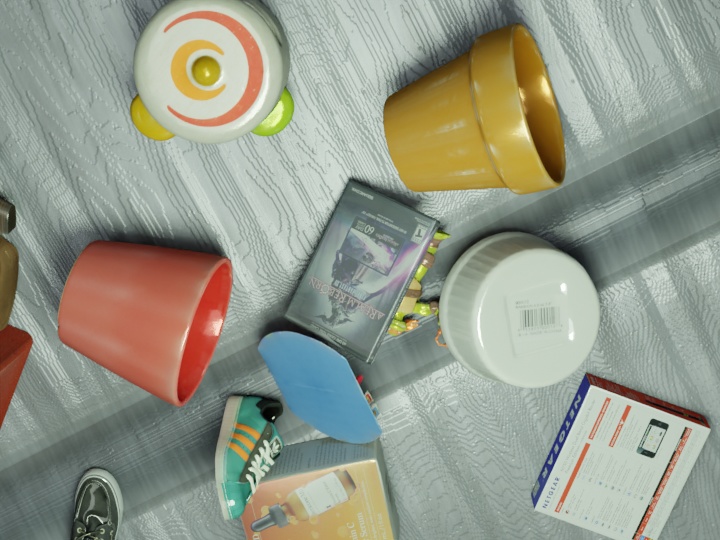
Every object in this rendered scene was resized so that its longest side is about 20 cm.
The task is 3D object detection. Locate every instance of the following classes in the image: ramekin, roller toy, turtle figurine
[{"bbox_3d":[0.210,0.055,1.566,0.199,0.098,0.202,-2,98,-16],"label":"ramekin"},{"bbox_3d":[-0.183,-0.252,1.498,0.199,0.140,0.184,1,106,2],"label":"roller toy"},{"bbox_3d":[0.068,0.021,1.609,0.199,0.064,0.162,14,100,-4],"label":"turtle figurine"}]

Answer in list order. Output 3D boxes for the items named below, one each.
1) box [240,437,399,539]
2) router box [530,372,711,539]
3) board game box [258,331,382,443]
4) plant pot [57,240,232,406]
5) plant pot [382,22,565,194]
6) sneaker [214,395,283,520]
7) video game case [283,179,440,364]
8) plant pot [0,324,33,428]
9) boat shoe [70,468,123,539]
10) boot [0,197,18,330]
[{"bbox_3d":[-0.057,0.323,1.676,0.199,0.106,0.153,-13,105,5],"label":"box"},{"bbox_3d":[0.355,0.264,1.677,0.179,0.049,0.201,21,105,-4],"label":"router box"},{"bbox_3d":[-0.046,0.144,1.622,0.157,0.039,0.201,6,133,40],"label":"board game box"},{"bbox_3d":[-0.280,0.054,1.572,0.176,0.200,0.202,17,106,5],"label":"plant pot"},{"bbox_3d":[0.134,-0.179,1.496,0.182,0.200,0.201,-13,106,22],"label":"plant pot"},{"bbox_3d":[-0.144,0.240,1.611,0.079,0.201,0.072,-4,131,6],"label":"sneaker"},{"bbox_3d":[0.000,0.000,1.565,0.142,0.019,0.201,27,90,30],"label":"video game case"},{"bbox_3d":[-0.577,0.162,1.610,0.199,0.176,0.201,23,105,-5],"label":"plant pot"},{"bbox_3d":[-0.380,0.382,1.723,0.069,0.066,0.201,11,106,-2],"label":"boat shoe"},{"bbox_3d":[-0.532,-0.028,1.617,0.145,0.070,0.201,10,105,5],"label":"boot"}]
